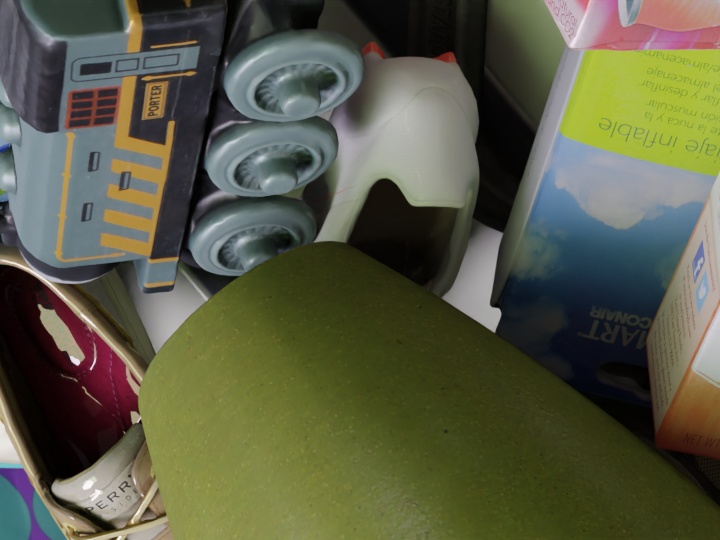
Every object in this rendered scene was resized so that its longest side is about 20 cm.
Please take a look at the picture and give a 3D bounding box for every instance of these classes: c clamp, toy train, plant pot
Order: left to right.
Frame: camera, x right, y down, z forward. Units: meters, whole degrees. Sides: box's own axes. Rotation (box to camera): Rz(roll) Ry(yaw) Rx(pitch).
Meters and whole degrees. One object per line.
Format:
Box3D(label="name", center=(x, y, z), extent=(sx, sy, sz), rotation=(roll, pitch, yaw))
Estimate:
Box3D(label="toy train", center=(-0.068, -0.059, 0.917), extent=(0.200, 0.114, 0.085), rotation=(108, 152, -59))
Box3D(label="plant pot", center=(0.019, 0.094, 0.896), extent=(0.200, 0.187, 0.187), rotation=(51, 139, 22))
Box3D(label="c clamp", center=(0.084, -0.080, 0.942), extent=(0.171, 0.027, 0.200), rotation=(27, 133, 23))

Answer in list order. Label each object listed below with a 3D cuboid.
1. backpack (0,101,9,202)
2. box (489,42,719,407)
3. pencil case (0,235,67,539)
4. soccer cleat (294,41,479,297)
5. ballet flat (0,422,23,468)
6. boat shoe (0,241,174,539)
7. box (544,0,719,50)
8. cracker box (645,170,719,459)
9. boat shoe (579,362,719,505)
Box3D(label="backpack", center=(-0.174, -0.098, 1.008), extent=(0.182, 0.200, 0.135), rotation=(40, 135, 10))
Box3D(label="box", center=(0.120, -0.040, 0.897), extent=(0.121, 0.048, 0.200), rotation=(13, 131, -3))
Box3D(label="pencil case", center=(-0.140, 0.067, 1.171), extent=(0.085, 0.092, 0.201), rotation=(3, 119, 24))
Box3D(label="soccer cleat", center=(0.000, 0.000, 1.004), extent=(0.069, 0.078, 0.200), rotation=(3, 144, -12))
Box3D(label="ballet flat", center=(-0.083, 0.051, 1.058), extent=(0.199, 0.070, 0.070), rotation=(5, 123, 13))
Box3D(label="boat shoe", center=(-0.088, 0.076, 0.996), extent=(0.074, 0.066, 0.200), rotation=(-37, 79, 13))
Box3D(label="box", center=(0.081, -0.163, 0.768), extent=(0.103, 0.094, 0.200), rotation=(110, 150, -42))
Box3D(label="cracker box", center=(0.182, -0.018, 0.841), extent=(0.133, 0.058, 0.200), rotation=(11, 130, -9))
Box3D(label="boat shoe", center=(0.135, 0.121, 1.007), extent=(0.200, 0.073, 0.074), rotation=(53, 136, -4))
